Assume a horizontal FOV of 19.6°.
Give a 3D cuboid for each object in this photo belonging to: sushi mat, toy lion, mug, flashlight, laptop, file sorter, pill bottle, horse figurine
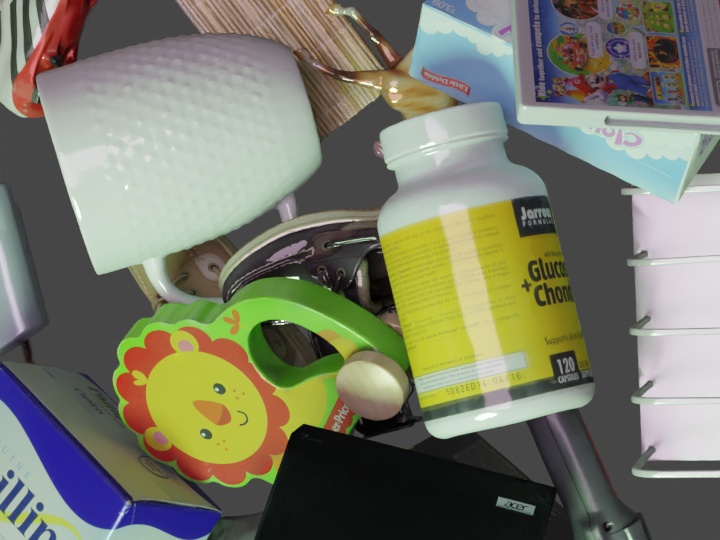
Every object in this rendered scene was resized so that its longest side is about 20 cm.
[{"bbox_3d":[-0.069,-0.186,1.529,0.096,0.012,0.200,-39,83,15],"label":"sushi mat"},{"bbox_3d":[-0.073,0.080,1.430,0.192,0.069,0.200,30,129,3],"label":"toy lion"},{"bbox_3d":[-0.115,-0.067,1.465,0.175,0.148,0.200,-17,93,-5],"label":"mug"},{"bbox_3d":[0.143,0.116,1.409,0.068,0.068,0.200,-25,92,-21],"label":"flashlight"},{"bbox_3d":[0.018,0.224,1.321,0.177,0.103,0.200,13,122,16],"label":"laptop"},{"bbox_3d":[0.247,0.034,1.396,0.139,0.125,0.200,-2,92,15],"label":"file sorter"},{"bbox_3d":[0.074,0.000,1.326,0.112,0.112,0.200,-15,86,16],"label":"pill bottle"},{"bbox_3d":[0.050,-0.171,1.473,0.133,0.050,0.200,38,96,-3],"label":"horse figurine"}]

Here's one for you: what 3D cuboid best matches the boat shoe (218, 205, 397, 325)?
[{"bbox_3d":[0.000,0.000,1.417,0.200,0.065,0.072,-13,127,5],"label":"boat shoe"}]

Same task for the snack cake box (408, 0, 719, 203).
[{"bbox_3d":[0.147,-0.140,1.362,0.200,0.115,0.067,27,139,14],"label":"snack cake box"}]

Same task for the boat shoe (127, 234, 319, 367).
[{"bbox_3d":[-0.115,0.026,1.517,0.200,0.065,0.072,47,119,12],"label":"boat shoe"}]

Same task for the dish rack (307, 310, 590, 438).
[{"bbox_3d":[0.056,0.034,1.485,0.200,0.055,0.154,-17,88,16],"label":"dish rack"}]

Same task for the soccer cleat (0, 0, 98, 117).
[{"bbox_3d":[-0.223,-0.211,1.545,0.085,0.069,0.200,26,96,33],"label":"soccer cleat"}]

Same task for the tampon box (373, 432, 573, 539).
[{"bbox_3d":[0.047,0.206,1.421,0.126,0.200,0.150,40,102,10],"label":"tampon box"}]

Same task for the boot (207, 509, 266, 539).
[{"bbox_3d":[-0.112,0.189,1.537,0.132,0.070,0.200,43,98,16],"label":"boot"}]

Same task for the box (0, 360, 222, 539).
[{"bbox_3d":[-0.230,0.198,1.512,0.184,0.105,0.200,40,104,36],"label":"box"}]

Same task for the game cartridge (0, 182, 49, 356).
[{"bbox_3d":[-0.344,0.021,1.606,0.200,0.040,0.133,-16,92,16],"label":"game cartridge"}]

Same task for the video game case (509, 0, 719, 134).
[{"bbox_3d":[0.195,-0.141,1.308,0.200,0.143,0.018,3,138,-3],"label":"video game case"}]
